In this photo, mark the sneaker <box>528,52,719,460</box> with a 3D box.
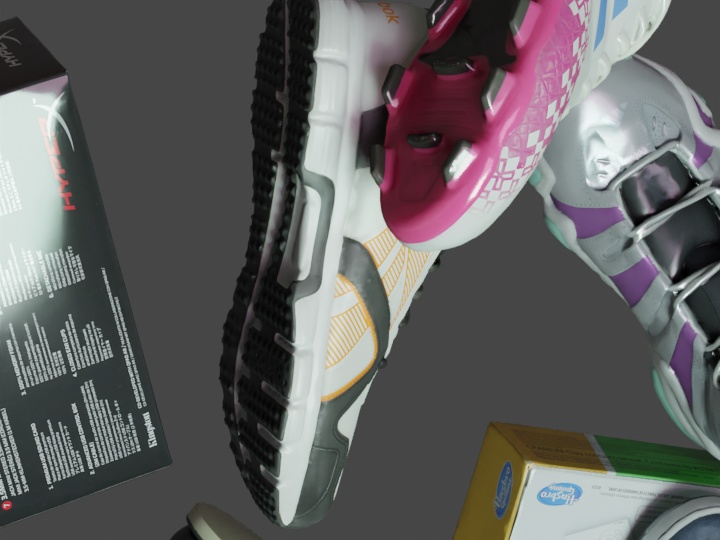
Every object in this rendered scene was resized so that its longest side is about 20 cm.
[{"bbox_3d":[0.142,0.011,0.853,0.078,0.140,0.200,-38,120,-4],"label":"sneaker"}]

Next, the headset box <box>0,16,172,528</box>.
[{"bbox_3d":[-0.179,0.021,0.765,0.200,0.075,0.149,-20,116,-14],"label":"headset box"}]

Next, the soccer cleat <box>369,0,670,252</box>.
[{"bbox_3d":[0.070,-0.086,0.791,0.086,0.070,0.200,34,66,-33],"label":"soccer cleat"}]

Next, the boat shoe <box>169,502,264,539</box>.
[{"bbox_3d":[-0.006,0.172,0.875,0.063,0.074,0.201,-41,99,6],"label":"boat shoe"}]

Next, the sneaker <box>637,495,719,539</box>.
[{"bbox_3d":[0.141,0.200,0.880,0.077,0.146,0.203,2,108,-21],"label":"sneaker"}]

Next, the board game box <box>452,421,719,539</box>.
[{"bbox_3d":[0.096,0.168,0.954,0.153,0.040,0.200,10,106,-25],"label":"board game box"}]

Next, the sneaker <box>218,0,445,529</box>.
[{"bbox_3d":[0.000,0.000,0.832,0.080,0.074,0.200,1,110,-25],"label":"sneaker"}]
